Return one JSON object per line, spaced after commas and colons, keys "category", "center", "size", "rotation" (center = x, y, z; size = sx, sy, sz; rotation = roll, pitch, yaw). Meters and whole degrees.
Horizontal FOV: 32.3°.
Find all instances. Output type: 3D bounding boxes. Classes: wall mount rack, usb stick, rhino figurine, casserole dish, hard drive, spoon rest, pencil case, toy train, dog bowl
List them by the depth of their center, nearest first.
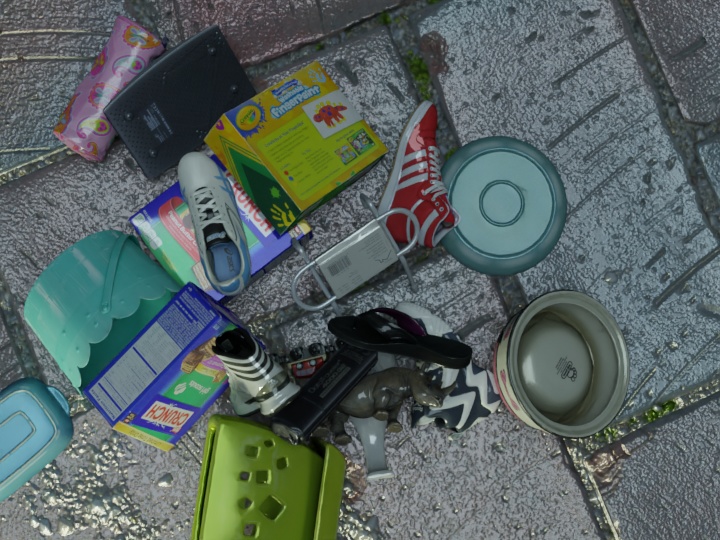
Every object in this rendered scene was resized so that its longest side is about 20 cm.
{"category": "usb stick", "center": [-0.045, 0.155, 1.611], "size": [0.055, 0.033, 0.200], "rotation": [24, 41, 21]}
{"category": "rhino figurine", "center": [0.032, 0.169, 1.659], "size": [0.197, 0.060, 0.088], "rotation": [-14, 47, 10]}
{"category": "wall mount rack", "center": [0.000, 0.000, 1.700], "size": [0.199, 0.075, 0.175], "rotation": [-33, 111, -4]}
{"category": "casserole dish", "center": [-0.488, 0.235, 1.703], "size": [0.199, 0.039, 0.122], "rotation": [-39, 87, -4]}
{"category": "dog bowl", "center": [0.269, 0.131, 1.706], "size": [0.198, 0.074, 0.203], "rotation": [5, 78, -25]}
{"category": "hard drive", "center": [-0.252, -0.236, 1.718], "size": [0.200, 0.042, 0.136], "rotation": [-41, 126, -14]}
{"category": "toy train", "center": [-0.075, 0.127, 1.718], "size": [0.197, 0.034, 0.046], "rotation": [-14, 85, 9]}
{"category": "spoon rest", "center": [0.011, 0.193, 1.730], "size": [0.098, 0.061, 0.203], "rotation": [-6, 72, -4]}
{"category": "pencil case", "center": [-0.347, -0.253, 1.732], "size": [0.087, 0.087, 0.202], "rotation": [29, 84, 0]}

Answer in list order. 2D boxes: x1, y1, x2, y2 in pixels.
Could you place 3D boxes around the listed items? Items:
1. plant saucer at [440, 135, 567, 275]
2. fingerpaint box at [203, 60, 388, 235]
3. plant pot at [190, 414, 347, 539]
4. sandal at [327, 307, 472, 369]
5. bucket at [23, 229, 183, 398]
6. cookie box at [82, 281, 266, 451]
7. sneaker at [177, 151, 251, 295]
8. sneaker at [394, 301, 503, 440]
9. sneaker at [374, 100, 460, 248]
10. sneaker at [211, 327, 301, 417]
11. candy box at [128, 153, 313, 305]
{"category": "plant saucer", "center": [0.200, -0.094, 1.773], "size": [0.197, 0.027, 0.203], "rotation": [0, 85, -2]}
{"category": "fingerpaint box", "center": [-0.086, -0.170, 1.694], "size": [0.167, 0.073, 0.200], "rotation": [50, 49, 1]}
{"category": "plant pot", "center": [-0.122, 0.302, 1.642], "size": [0.179, 0.199, 0.203], "rotation": [8, 84, -9]}
{"category": "sandal", "center": [0.055, 0.081, 1.662], "size": [0.198, 0.075, 0.049], "rotation": [13, 112, 10]}
{"category": "bucket", "center": [-0.334, 0.055, 1.644], "size": [0.207, 0.207, 0.135], "rotation": [-44, 74, -6]}
{"category": "cookie box", "center": [-0.242, 0.132, 1.648], "size": [0.200, 0.171, 0.075], "rotation": [-46, 66, -1]}
{"category": "sneaker", "center": [-0.193, -0.065, 1.651], "size": [0.071, 0.072, 0.202], "rotation": [-19, 85, -3]}
{"category": "sneaker", "center": [0.093, 0.150, 1.718], "size": [0.199, 0.079, 0.130], "rotation": [46, 76, -8]}
{"category": "sneaker", "center": [0.099, -0.129, 1.732], "size": [0.111, 0.071, 0.202], "rotation": [19, 91, 23]}
{"category": "sneaker", "center": [-0.147, 0.125, 1.619], "size": [0.075, 0.200, 0.116], "rotation": [-37, 97, -20]}
{"category": "candy box", "center": [-0.190, -0.059, 1.724], "size": [0.199, 0.077, 0.170], "rotation": [-37, 87, -7]}
